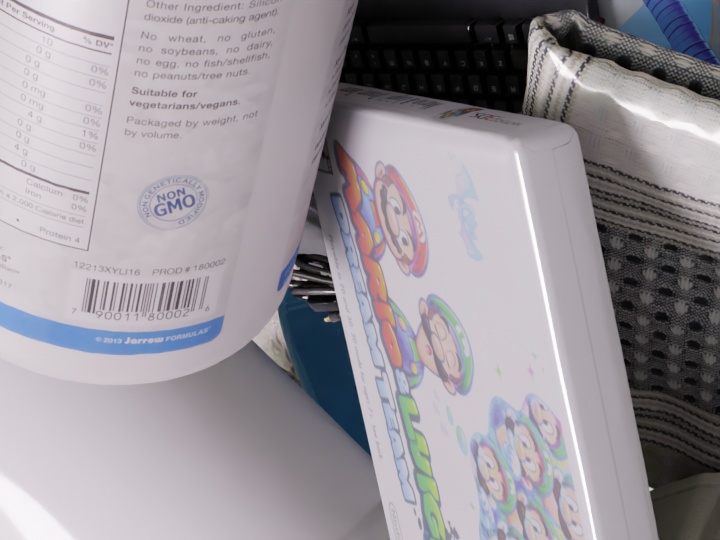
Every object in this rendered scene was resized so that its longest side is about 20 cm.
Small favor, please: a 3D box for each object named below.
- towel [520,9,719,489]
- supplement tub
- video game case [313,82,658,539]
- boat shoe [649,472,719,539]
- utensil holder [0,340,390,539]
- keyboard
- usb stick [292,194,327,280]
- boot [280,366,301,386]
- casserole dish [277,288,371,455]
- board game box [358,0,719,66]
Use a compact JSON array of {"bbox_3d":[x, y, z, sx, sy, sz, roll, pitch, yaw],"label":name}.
[{"bbox_3d":[0.132,0.028,0.690,0.199,0.035,0.193,21,143,14],"label":"towel"},{"bbox_3d":[-0.067,-0.076,0.713,0.132,0.131,0.201,48,141,32],"label":"supplement tub"},{"bbox_3d":[0.037,0.046,0.725,0.182,0.024,0.201,-159,54,-68],"label":"video game case"},{"bbox_3d":[0.136,0.091,0.688,0.062,0.073,0.200,39,152,-17],"label":"boat shoe"},{"bbox_3d":[-0.096,0.094,0.995,0.200,0.170,0.170,43,153,6],"label":"utensil holder"},{"bbox_3d":[0.010,-0.037,0.800,0.199,0.021,0.128,6,114,47],"label":"keyboard"},{"bbox_3d":[0.000,0.000,0.933,0.200,0.033,0.056,31,141,36],"label":"usb stick"},{"bbox_3d":[-0.047,0.151,1.311,0.183,0.072,0.200,64,163,6],"label":"boot"},{"bbox_3d":[0.026,0.074,1.043,0.121,0.039,0.201,-20,91,65],"label":"casserole dish"},{"bbox_3d":[0.082,-0.056,0.771,0.200,0.056,0.197,-29,87,50],"label":"board game box"}]
